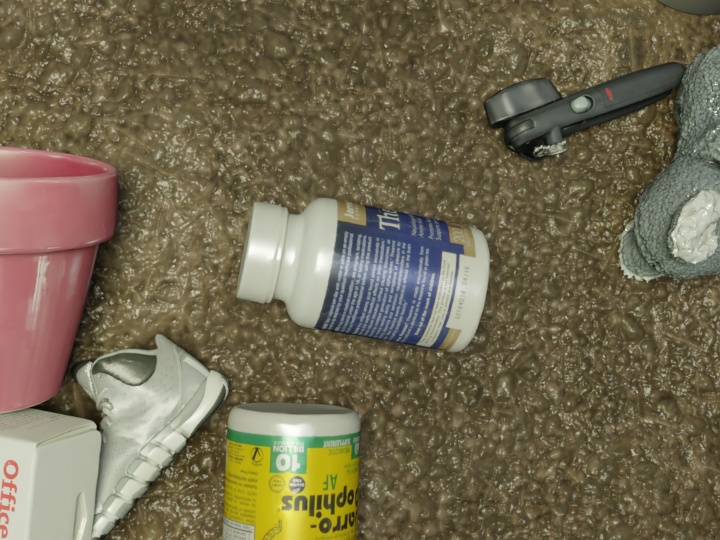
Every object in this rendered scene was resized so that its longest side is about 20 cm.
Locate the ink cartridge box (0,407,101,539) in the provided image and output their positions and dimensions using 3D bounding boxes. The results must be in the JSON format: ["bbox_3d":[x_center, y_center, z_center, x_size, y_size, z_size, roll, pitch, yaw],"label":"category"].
[{"bbox_3d":[-0.308,0.173,0.668,0.199,0.083,0.146,7,93,14],"label":"ink cartridge box"}]

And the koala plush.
[{"bbox_3d":[0.317,-0.074,0.797,0.184,0.177,0.200,42,86,-1],"label":"koala plush"}]

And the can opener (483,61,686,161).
[{"bbox_3d":[0.216,-0.156,0.831,0.199,0.063,0.079,-17,90,-10],"label":"can opener"}]

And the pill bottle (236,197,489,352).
[{"bbox_3d":[0.000,0.000,0.760,0.199,0.111,0.112,11,86,-10],"label":"pill bottle"}]

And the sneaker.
[{"bbox_3d":[-0.213,0.137,0.743,0.115,0.075,0.200,41,71,-1],"label":"sneaker"}]

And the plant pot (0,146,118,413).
[{"bbox_3d":[-0.290,0.004,0.679,0.199,0.200,0.180,4,102,-10],"label":"plant pot"}]

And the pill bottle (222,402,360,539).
[{"bbox_3d":[-0.058,0.215,0.740,0.112,0.113,0.201,3,86,-10],"label":"pill bottle"}]

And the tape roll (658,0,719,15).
[{"bbox_3d":[0.343,-0.355,0.862,0.199,0.066,0.202,0,87,-9],"label":"tape roll"}]
